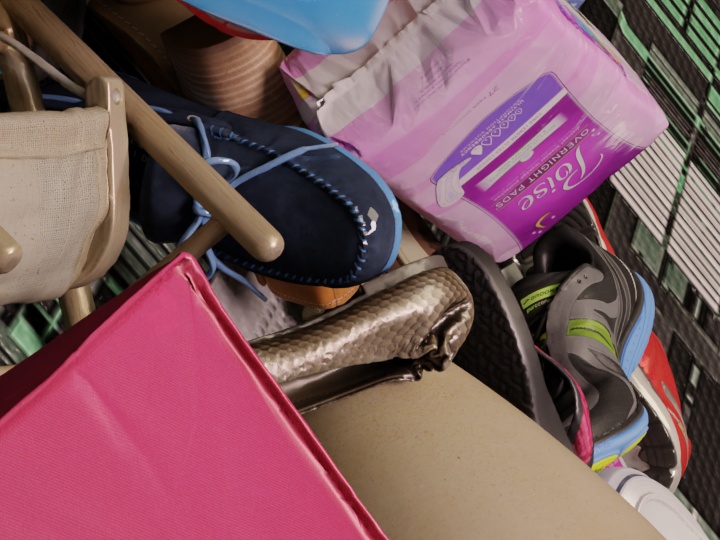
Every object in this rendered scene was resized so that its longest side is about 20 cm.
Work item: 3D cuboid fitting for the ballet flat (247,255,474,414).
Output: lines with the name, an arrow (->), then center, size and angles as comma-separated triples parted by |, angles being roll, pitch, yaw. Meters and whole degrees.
ballet flat -> -0.037, 0.054, 1.269 | 0.200, 0.067, 0.046 | -25, 77, -20

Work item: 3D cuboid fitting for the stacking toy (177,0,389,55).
stacking toy -> -0.063, -0.159, 1.330 | 0.116, 0.110, 0.200 | 20, -2, -22

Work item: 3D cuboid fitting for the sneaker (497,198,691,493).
sneaker -> 0.126, 0.034, 1.652 | 0.200, 0.077, 0.085 | 69, 23, -2

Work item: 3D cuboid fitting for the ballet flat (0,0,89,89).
ballet flat -> -0.137, -0.180, 1.338 | 0.068, 0.200, 0.068 | 25, 19, 30

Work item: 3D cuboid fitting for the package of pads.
package of pads -> 0.055, -0.081, 1.390 | 0.076, 0.120, 0.200 | 56, 10, 26

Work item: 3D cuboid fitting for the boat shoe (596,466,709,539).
boat shoe -> 0.176, 0.167, 1.452 | 0.200, 0.067, 0.074 | 53, 50, -34

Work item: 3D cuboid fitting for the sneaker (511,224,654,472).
sneaker -> 0.101, 0.046, 1.505 | 0.083, 0.071, 0.200 | 44, 29, -18

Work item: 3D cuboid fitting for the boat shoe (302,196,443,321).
boat shoe -> -0.001, -0.003, 1.469 | 0.202, 0.075, 0.075 | 49, -7, 29

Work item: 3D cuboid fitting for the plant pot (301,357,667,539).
plant pot -> 0.040, 0.132, 1.321 | 0.187, 0.187, 0.200 | 9, 41, -55

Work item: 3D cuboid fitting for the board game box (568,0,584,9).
board game box -> 0.036, -0.140, 1.535 | 0.034, 0.200, 0.136 | -4, 63, -30

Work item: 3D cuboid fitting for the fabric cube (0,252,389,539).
fabric cube -> -0.111, 0.147, 1.014 | 0.196, 0.199, 0.200 | 54, 28, -5

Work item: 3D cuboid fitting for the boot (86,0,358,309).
boot -> -0.066, -0.074, 1.438 | 0.155, 0.074, 0.200 | 67, -6, -29

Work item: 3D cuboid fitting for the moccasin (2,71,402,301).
moccasin -> -0.076, -0.033, 1.311 | 0.068, 0.200, 0.081 | -14, 116, -52

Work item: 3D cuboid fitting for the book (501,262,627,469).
book -> 0.097, 0.100, 1.558 | 0.200, 0.048, 0.134 | 62, 27, 1

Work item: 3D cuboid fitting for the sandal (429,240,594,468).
sandal -> 0.079, 0.077, 1.395 | 0.045, 0.075, 0.200 | -32, 101, -41

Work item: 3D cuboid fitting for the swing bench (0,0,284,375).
swing bench -> -0.167, -0.056, 1.204 | 0.199, 0.130, 0.200 | -4, 60, -58
